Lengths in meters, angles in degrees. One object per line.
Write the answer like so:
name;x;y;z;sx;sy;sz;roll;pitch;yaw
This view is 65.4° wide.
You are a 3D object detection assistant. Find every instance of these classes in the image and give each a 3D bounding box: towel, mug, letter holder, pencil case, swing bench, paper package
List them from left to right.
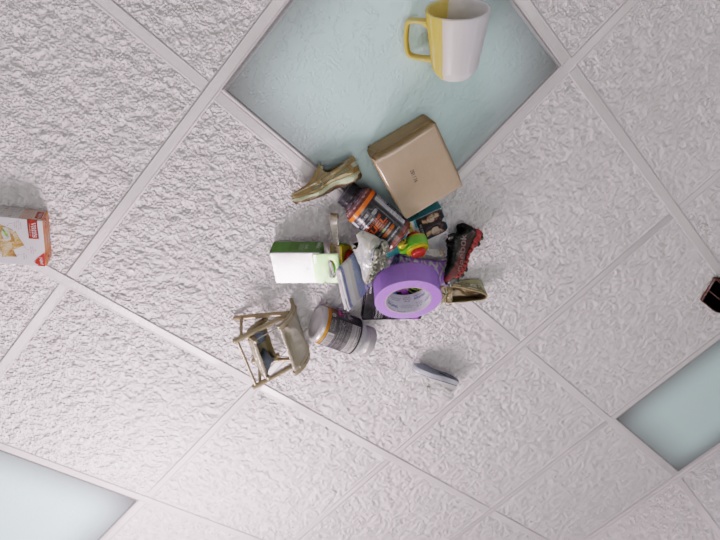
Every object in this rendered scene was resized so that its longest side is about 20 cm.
swing bench;-0.262;0.221;1.694;0.196;0.131;0.202;-16;124;-2
towel;0.000;0.000;1.600;0.023;0.200;0.149;13;133;32
paper package;0.144;-0.276;1.483;0.188;0.104;0.201;-29;123;7
pencil case;0.182;-0.005;1.681;0.196;0.084;0.087;7;100;-18
mug;0.212;-0.544;1.328;0.148;0.185;0.155;-35;140;-28
letter holder;1.342;0.111;1.973;0.196;0.143;0.102;5;121;-16

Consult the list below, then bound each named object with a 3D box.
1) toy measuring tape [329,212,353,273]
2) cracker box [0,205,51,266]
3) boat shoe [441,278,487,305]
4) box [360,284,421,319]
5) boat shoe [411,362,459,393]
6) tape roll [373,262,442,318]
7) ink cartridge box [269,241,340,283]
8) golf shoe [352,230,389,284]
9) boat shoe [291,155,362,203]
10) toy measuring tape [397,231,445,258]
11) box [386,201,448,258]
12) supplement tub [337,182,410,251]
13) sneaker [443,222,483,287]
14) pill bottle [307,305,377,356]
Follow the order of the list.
toy measuring tape;-0.055;-0.076;1.583;0.072;0.074;0.204;-8;119;-7
cracker box;-0.888;-0.089;1.399;0.196;0.058;0.136;4;122;-16
boat shoe;0.301;0.068;1.761;0.195;0.063;0.075;-7;124;-8
box;0.105;0.087;1.747;0.195;0.036;0.145;0;122;-11
boat shoe;0.247;0.386;1.943;0.199;0.074;0.087;23;98;-32
tape roll;0.136;0.061;1.634;0.195;0.067;0.202;-3;145;-2
ink cartridge box;-0.148;-0.022;1.573;0.195;0.060;0.106;0;125;9
golf shoe;0.020;-0.041;1.530;0.078;0.097;0.201;-44;163;-28
boat shoe;-0.098;-0.244;1.480;0.197;0.072;0.077;-25;110;-5
toy measuring tape;0.184;-0.070;1.582;0.197;0.074;0.074;4;124;-39
box;0.149;-0.118;1.617;0.197;0.049;0.083;-25;124;4
supplement tub;0.032;-0.149;1.518;0.199;0.107;0.107;39;110;-7
sneaker;0.280;-0.053;1.639;0.097;0.071;0.203;34;73;-17
pill bottle;-0.054;0.191;1.729;0.197;0.117;0.117;22;116;-25
